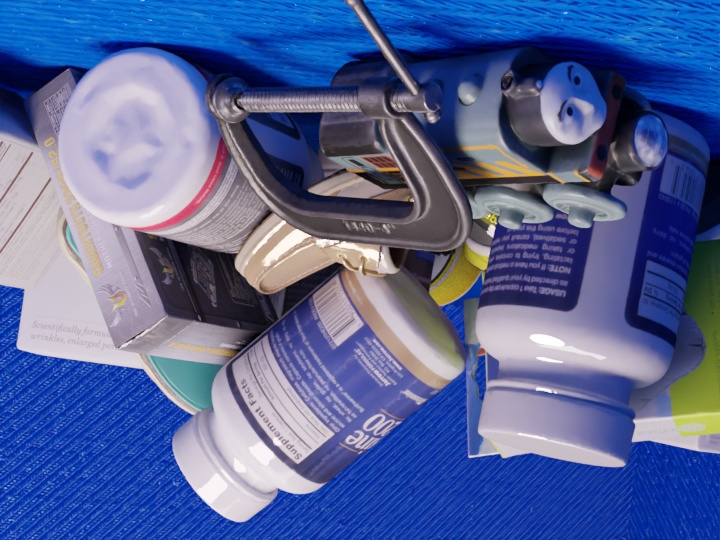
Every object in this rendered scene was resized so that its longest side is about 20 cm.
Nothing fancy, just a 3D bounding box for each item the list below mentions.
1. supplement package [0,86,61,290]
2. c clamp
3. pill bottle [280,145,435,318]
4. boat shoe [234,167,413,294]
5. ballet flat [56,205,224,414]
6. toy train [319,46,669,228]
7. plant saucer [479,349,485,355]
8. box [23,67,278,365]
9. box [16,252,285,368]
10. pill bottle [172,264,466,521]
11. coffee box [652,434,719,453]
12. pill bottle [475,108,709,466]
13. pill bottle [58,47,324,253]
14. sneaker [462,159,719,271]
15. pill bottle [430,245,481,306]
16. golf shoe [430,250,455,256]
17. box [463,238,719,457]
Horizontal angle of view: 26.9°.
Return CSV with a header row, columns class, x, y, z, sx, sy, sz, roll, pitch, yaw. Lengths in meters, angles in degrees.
class,x,y,z,sx,sy,sz,roll,pitch,yaw
supplement package,-0.291,-0.072,1.081,0.117,0.117,0.200,38,-174,19
c clamp,-0.017,-0.076,0.814,0.200,0.027,0.171,0,136,50
pill bottle,0.000,0.000,1.173,0.113,0.201,0.114,9,177,0
boat shoe,0.008,-0.030,0.972,0.200,0.069,0.074,-32,165,21
ballet flat,-0.161,0.023,1.130,0.069,0.200,0.070,-28,-161,11
toy train,0.069,-0.076,0.826,0.114,0.086,0.200,23,168,-37
plant saucer,0.201,-0.004,1.136,0.200,0.037,0.199,-28,-176,-31
box,-0.144,-0.033,1.075,0.048,0.201,0.158,-32,160,21
box,-0.157,-0.018,1.244,0.198,0.201,0.131,7,176,17
pill bottle,-0.032,0.085,1.056,0.111,0.200,0.111,46,-166,-15
coffee box,0.322,0.056,1.305,0.199,0.201,0.198,10,177,-26
pill bottle,0.133,0.009,0.900,0.119,0.201,0.120,13,169,3
pill bottle,-0.100,-0.071,0.995,0.110,0.111,0.200,7,176,24
sneaker,0.162,-0.050,1.011,0.199,0.085,0.075,-11,-146,6
pill bottle,0.050,-0.025,1.350,0.112,0.113,0.200,7,176,18
golf shoe,0.116,-0.062,1.115,0.199,0.077,0.088,1,-149,-28
box,0.159,0.051,0.974,0.199,0.122,0.048,-8,153,17
